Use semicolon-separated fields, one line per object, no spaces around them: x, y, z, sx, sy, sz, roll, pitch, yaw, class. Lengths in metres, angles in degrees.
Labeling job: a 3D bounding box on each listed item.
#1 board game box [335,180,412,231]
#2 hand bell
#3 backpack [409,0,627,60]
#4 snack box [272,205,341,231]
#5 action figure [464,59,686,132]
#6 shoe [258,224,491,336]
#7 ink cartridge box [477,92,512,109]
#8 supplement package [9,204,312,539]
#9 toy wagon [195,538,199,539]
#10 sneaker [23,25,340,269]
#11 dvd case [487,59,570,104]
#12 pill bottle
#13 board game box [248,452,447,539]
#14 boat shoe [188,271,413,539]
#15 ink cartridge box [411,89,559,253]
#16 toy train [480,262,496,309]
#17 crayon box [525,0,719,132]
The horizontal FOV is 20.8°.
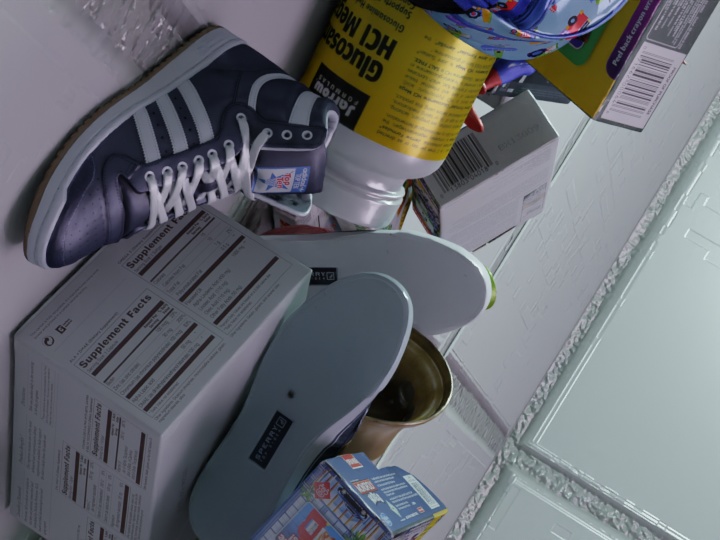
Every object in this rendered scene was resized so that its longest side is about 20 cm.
0.020;-0.084;1.505;0.200;0.034;0.127;63;47;-78;board game box
-0.018;0.133;1.338;0.104;0.104;0.201;-43;162;-49;hand bell
0.099;-0.218;1.168;0.183;0.200;0.134;-58;-151;-3;backpack
-0.035;-0.029;1.518;0.072;0.024;0.200;-56;167;-19;snack box
0.164;-0.162;1.419;0.200;0.099;0.065;-41;156;-25;action figure
0.000;0.000;1.370;0.091;0.199;0.072;-30;121;-72;shoe
0.145;-0.246;1.568;0.145;0.084;0.201;-33;152;-56;ink cartridge box
-0.127;0.077;1.219;0.156;0.111;0.200;-49;164;-35;supplement package
-0.144;0.193;1.329;0.199;0.040;0.155;-12;-150;49;toy wagon
-0.089;-0.052;1.077;0.200;0.108;0.070;-49;163;-38;sneaker
0.176;-0.219;1.500;0.201;0.025;0.150;-59;156;17;dvd case
0.025;-0.135;1.311;0.201;0.112;0.112;-63;166;17;pill bottle
-0.050;0.201;1.199;0.200;0.062;0.200;-45;170;6;board game box
-0.030;0.083;1.209;0.201;0.071;0.091;-54;168;11;boat shoe
0.097;-0.067;1.574;0.109;0.050;0.200;-30;167;-6;ink cartridge box
0.054;0.024;1.463;0.115;0.200;0.085;-16;100;-29;toy train
0.168;-0.223;1.301;0.058;0.173;0.201;9;118;-42;crayon box
